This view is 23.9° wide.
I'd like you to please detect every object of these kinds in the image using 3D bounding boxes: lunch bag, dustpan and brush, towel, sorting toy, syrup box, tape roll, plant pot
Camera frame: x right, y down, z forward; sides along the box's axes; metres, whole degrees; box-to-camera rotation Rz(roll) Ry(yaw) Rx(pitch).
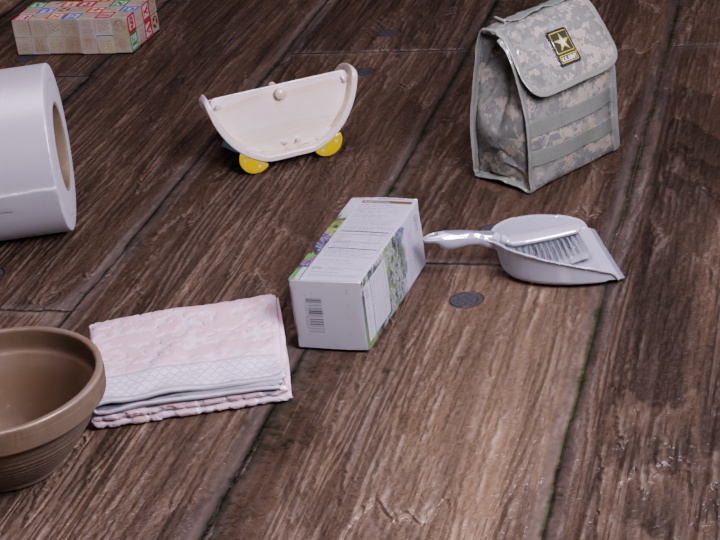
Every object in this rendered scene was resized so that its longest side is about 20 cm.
[{"bbox_3d":[0.218,-0.218,2.020,0.164,0.201,0.117,-26,31,-35],"label":"lunch bag"},{"bbox_3d":[0.166,-0.027,1.803,0.199,0.057,0.140,-9,26,-4],"label":"dustpan and brush"},{"bbox_3d":[-0.172,0.086,1.695,0.199,0.032,0.191,-8,26,-4],"label":"towel"},{"bbox_3d":[-0.116,-0.207,2.209,0.199,0.107,0.180,-14,20,-13],"label":"sorting toy"},{"bbox_3d":[0.000,0.000,1.769,0.081,0.079,0.200,2,28,19],"label":"syrup box"},{"bbox_3d":[-0.421,-0.136,2.013,0.138,0.204,0.203,-9,26,-3],"label":"tape roll"},{"bbox_3d":[-0.326,0.137,1.558,0.200,0.093,0.201,-6,27,3],"label":"plant pot"}]

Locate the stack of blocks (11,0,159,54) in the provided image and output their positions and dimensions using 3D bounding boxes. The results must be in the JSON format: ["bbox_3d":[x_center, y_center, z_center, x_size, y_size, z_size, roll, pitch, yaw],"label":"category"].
[{"bbox_3d":[-0.433,-0.389,2.688,0.199,0.059,0.115,1,27,16],"label":"stack of blocks"}]
